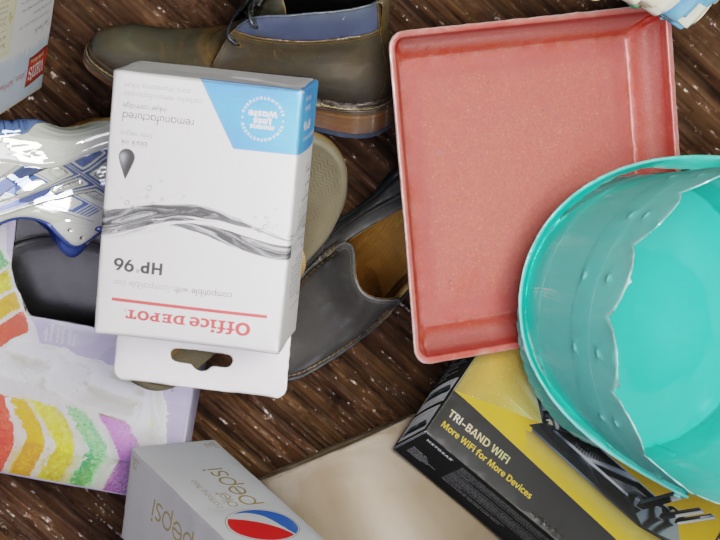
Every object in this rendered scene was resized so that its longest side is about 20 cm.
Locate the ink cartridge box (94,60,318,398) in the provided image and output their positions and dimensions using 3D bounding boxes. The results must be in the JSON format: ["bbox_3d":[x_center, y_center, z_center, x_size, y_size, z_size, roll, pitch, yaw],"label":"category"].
[{"bbox_3d":[-0.094,-0.019,1.362,0.116,0.068,0.200,6,101,5],"label":"ink cartridge box"}]

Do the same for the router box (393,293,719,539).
[{"bbox_3d":[0.144,0.111,1.446,0.200,0.052,0.157,39,62,-9],"label":"router box"}]

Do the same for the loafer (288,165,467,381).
[{"bbox_3d":[0.000,0.000,1.458,0.073,0.072,0.200,38,107,-9],"label":"loafer"}]

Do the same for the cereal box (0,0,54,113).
[{"bbox_3d":[-0.217,-0.194,1.376,0.039,0.144,0.200,14,107,6],"label":"cereal box"}]

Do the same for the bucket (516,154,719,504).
[{"bbox_3d":[0.200,0.031,1.360,0.207,0.135,0.207,-2,94,-26],"label":"bucket"}]

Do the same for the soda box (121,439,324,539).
[{"bbox_3d":[-0.079,0.176,1.414,0.064,0.200,0.068,-3,111,-31],"label":"soda box"}]

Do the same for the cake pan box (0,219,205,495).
[{"bbox_3d":[-0.192,0.042,1.499,0.184,0.052,0.200,11,107,-2],"label":"cake pan box"}]

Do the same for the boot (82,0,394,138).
[{"bbox_3d":[-0.072,-0.148,1.400,0.200,0.075,0.097,9,132,2],"label":"boot"}]

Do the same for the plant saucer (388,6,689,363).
[{"bbox_3d":[0.106,-0.056,1.402,0.199,0.037,0.200,-9,100,-26],"label":"plant saucer"}]

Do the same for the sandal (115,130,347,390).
[{"bbox_3d":[-0.074,0.002,1.427,0.080,0.054,0.200,37,96,-34],"label":"sandal"}]

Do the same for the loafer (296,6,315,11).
[{"bbox_3d":[-0.091,-0.215,1.387,0.200,0.070,0.068,30,98,-19],"label":"loafer"}]

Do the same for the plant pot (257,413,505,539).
[{"bbox_3d":[0.018,0.193,1.471,0.200,0.200,0.174,-23,89,11],"label":"plant pot"}]

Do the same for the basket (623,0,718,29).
[{"bbox_3d":[0.140,-0.242,1.318,0.200,0.176,0.139,41,110,-20],"label":"basket"}]

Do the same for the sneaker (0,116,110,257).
[{"bbox_3d":[-0.165,-0.054,1.426,0.200,0.075,0.088,-4,92,-8],"label":"sneaker"}]
